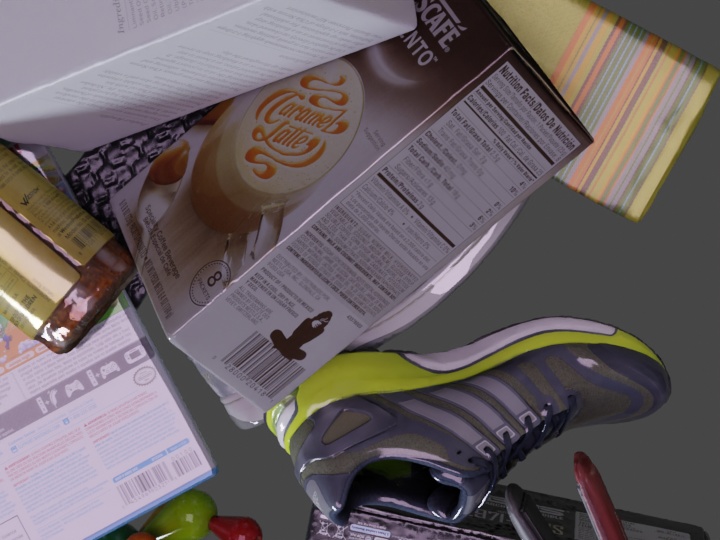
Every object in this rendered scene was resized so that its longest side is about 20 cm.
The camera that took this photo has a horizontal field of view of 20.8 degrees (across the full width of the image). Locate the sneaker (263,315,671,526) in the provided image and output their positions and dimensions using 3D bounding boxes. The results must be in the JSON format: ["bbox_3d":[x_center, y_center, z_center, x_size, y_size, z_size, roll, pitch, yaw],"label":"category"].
[{"bbox_3d":[0.057,0.080,0.947,0.199,0.081,0.074,-10,142,-9],"label":"sneaker"}]

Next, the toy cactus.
[{"bbox_3d":[-0.145,0.185,1.024,0.165,0.102,0.200,31,106,20],"label":"toy cactus"}]

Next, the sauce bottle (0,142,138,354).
[{"bbox_3d":[-0.197,-0.044,0.919,0.200,0.066,0.066,41,103,-1],"label":"sauce bottle"}]

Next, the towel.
[{"bbox_3d":[0.072,-0.108,0.968,0.200,0.018,0.086,29,99,2],"label":"towel"}]

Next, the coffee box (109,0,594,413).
[{"bbox_3d":[-0.008,-0.046,0.908,0.200,0.114,0.080,-40,132,9],"label":"coffee box"}]

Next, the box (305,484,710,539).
[{"bbox_3d":[0.064,0.197,0.989,0.199,0.086,0.164,11,102,5],"label":"box"}]

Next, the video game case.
[{"bbox_3d":[-0.178,0.044,0.960,0.143,0.018,0.200,-28,91,-2],"label":"video game case"}]

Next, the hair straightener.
[{"bbox_3d":[0.112,0.187,0.922,0.077,0.041,0.200,-24,101,11],"label":"hair straightener"}]

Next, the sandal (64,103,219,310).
[{"bbox_3d":[-0.119,-0.037,0.994,0.075,0.048,0.201,34,90,1],"label":"sandal"}]

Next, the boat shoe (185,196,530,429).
[{"bbox_3d":[0.000,0.000,0.969,0.202,0.074,0.065,-36,99,19],"label":"boat shoe"}]

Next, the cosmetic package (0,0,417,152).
[{"bbox_3d":[-0.087,-0.118,0.880,0.200,0.101,0.071,-17,77,30],"label":"cosmetic package"}]
